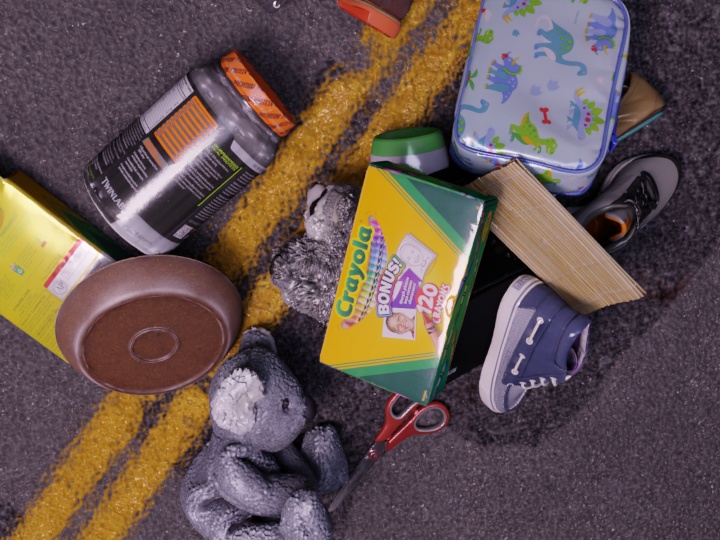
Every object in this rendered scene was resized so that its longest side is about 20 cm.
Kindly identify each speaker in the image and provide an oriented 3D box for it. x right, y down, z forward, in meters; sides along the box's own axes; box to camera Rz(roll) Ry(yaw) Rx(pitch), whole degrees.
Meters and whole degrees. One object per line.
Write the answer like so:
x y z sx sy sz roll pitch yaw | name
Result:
0.060 -0.045 1.013 0.087 0.089 0.203 -7 106 -1 | speaker

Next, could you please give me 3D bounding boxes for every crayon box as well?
-0.349 -0.013 1.014 0.199 0.051 0.127 40 100 -13 | crayon box
0.044 0.010 0.905 0.117 0.058 0.203 19 105 19 | crayon box

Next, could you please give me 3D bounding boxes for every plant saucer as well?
-0.219 0.068 1.004 0.197 0.035 0.202 -10 135 -10 | plant saucer

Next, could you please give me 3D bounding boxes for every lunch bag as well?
0.179 -0.180 0.941 0.158 0.083 0.203 12 76 8 | lunch bag

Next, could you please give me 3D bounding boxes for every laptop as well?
0.120 -0.006 1.012 0.176 0.103 0.202 -22 87 -40 | laptop

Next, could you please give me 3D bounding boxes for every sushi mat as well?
0.186 -0.028 0.940 0.200 0.095 0.012 42 59 -17 | sushi mat

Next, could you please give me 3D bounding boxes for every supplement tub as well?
-0.169 -0.119 0.959 0.199 0.123 0.123 -39 104 7 | supplement tub

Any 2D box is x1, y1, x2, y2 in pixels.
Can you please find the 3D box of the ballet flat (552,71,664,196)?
0.230 -0.137 1.003 0.199 0.069 0.063 -37 92 -12 | ballet flat

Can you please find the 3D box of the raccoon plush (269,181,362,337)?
0.000 0.000 0.992 0.133 0.097 0.200 -34 104 36 | raccoon plush

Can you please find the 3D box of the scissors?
0.019 0.202 1.118 0.199 0.014 0.073 -38 107 8 | scissors

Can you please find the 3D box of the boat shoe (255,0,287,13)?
-0.030 -0.329 0.942 0.199 0.070 0.066 -39 124 4 | boat shoe

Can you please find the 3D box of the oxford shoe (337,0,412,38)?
-0.013 -0.292 0.906 0.071 0.199 0.073 37 102 30 | oxford shoe

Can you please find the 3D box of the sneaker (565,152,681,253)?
0.276 -0.060 1.005 0.199 0.079 0.075 -34 105 -23 | sneaker

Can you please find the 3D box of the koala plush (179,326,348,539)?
-0.114 0.174 1.024 0.181 0.178 0.203 -1 110 7 | koala plush

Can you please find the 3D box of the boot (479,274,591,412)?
0.186 0.103 1.020 0.072 0.090 0.202 -34 145 -28 | boot
